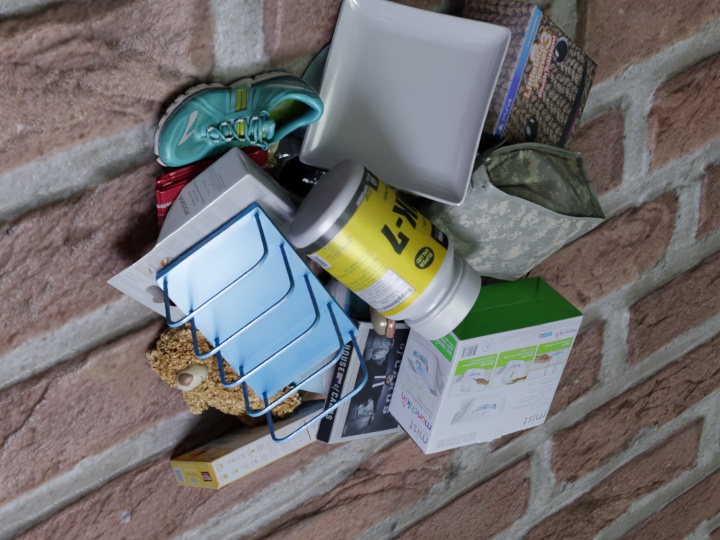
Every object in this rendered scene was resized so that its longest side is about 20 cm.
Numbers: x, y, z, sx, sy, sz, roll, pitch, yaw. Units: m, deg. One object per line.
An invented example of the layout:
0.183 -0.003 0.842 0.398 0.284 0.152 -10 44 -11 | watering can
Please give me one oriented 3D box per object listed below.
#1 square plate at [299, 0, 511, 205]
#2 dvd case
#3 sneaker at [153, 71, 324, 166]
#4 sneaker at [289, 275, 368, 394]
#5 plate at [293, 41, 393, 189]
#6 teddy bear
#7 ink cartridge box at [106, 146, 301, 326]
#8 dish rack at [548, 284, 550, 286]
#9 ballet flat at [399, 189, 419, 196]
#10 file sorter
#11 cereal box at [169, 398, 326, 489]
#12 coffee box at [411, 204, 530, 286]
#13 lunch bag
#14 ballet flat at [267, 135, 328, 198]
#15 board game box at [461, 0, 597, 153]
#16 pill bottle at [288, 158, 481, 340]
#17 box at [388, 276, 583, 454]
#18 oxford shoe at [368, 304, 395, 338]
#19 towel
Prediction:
0.049 -0.190 1.284 0.028 0.198 0.200 14 93 -73 | square plate
0.018 0.133 1.437 0.199 0.025 0.152 6 100 -63 | dvd case
-0.130 -0.162 1.248 0.199 0.080 0.078 -26 131 -26 | sneaker
-0.062 0.058 1.457 0.080 0.129 0.202 52 42 -56 | sneaker
0.016 -0.182 1.363 0.198 0.026 0.202 -8 112 -21 | plate
-0.162 0.137 1.388 0.200 0.143 0.067 55 41 -51 | teddy bear
-0.166 -0.031 1.291 0.199 0.048 0.160 -35 148 10 | ink cartridge box
0.154 0.093 1.532 0.198 0.044 0.173 -18 135 -27 | dish rack
0.092 -0.126 1.467 0.198 0.065 0.071 17 101 -24 | ballet flat
-0.101 0.063 1.237 0.138 0.123 0.200 -35 119 7 | file sorter
-0.125 0.214 1.456 0.199 0.144 0.040 -23 93 -30 | cereal box
0.122 -0.019 1.535 0.199 0.113 0.080 14 107 -46 | coffee box
0.154 -0.072 1.363 0.199 0.119 0.164 4 150 -41 | lunch bag
-0.041 -0.098 1.339 0.199 0.057 0.067 27 123 -18 | ballet flat
0.192 -0.221 1.431 0.199 0.096 0.161 20 88 -55 | board game box
0.030 -0.019 1.269 0.199 0.114 0.115 38 89 -19 | pill bottle
0.156 0.118 1.446 0.198 0.097 0.178 -10 129 -32 | box
0.000 0.000 1.391 0.074 0.201 0.071 -5 138 -10 | oxford shoe
-0.166 -0.044 1.318 0.144 0.022 0.201 -25 139 -29 | towel
